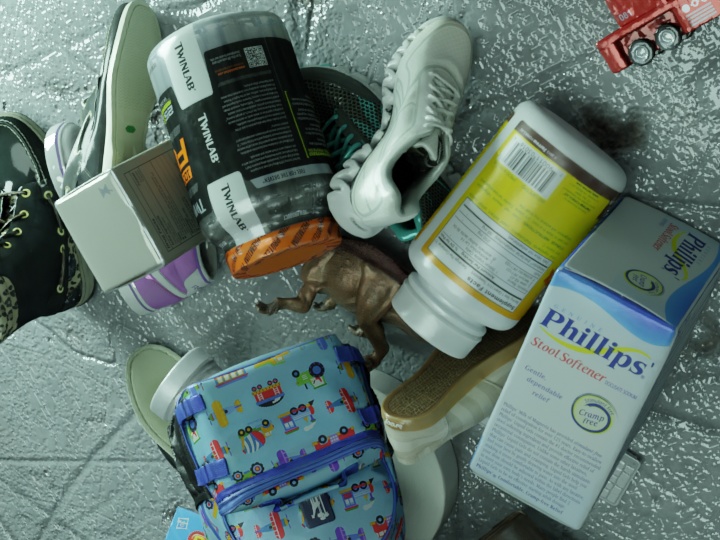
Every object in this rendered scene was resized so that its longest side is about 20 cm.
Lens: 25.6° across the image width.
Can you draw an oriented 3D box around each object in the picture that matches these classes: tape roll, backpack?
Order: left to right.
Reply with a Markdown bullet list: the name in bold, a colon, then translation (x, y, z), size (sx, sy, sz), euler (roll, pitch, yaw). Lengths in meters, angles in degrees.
- **backpack**: translation (-0.052, 0.177, 1.310), size (0.135, 0.182, 0.200), euler (107, 146, -69)
- **tape roll**: translation (-0.007, 0.185, 1.492), size (0.203, 0.037, 0.203), euler (10, 114, 23)

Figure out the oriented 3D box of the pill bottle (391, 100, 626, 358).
- **pill bottle**: translation (0.114, -0.029, 1.276), size (0.109, 0.109, 0.200), euler (40, 103, 7)

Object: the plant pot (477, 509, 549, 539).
- **plant pot**: translation (0.145, 0.332, 1.396), size (0.200, 0.200, 0.198), euler (-43, 79, 32)

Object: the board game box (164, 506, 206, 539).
- **board game box**: translation (-0.060, 0.288, 1.467), size (0.196, 0.200, 0.056), euler (18, 80, 20)

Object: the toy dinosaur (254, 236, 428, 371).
- **toy dinosaur**: translation (0.000, 0.000, 1.394), size (0.200, 0.086, 0.136), euler (32, 113, 5)

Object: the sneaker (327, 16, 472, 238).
- **sneaker**: translation (0.050, -0.117, 1.271), size (0.075, 0.200, 0.081), euler (32, 161, -26)

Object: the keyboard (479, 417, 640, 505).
- **keyboard**: translation (0.152, 0.138, 1.411), size (0.200, 0.011, 0.056), euler (31, 120, 13)

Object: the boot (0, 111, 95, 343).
- **boot**: translation (-0.335, -0.038, 1.497), size (0.073, 0.154, 0.204), euler (-10, 105, 29)

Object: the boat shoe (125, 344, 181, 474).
- **boat shoe**: translation (-0.161, 0.161, 1.539), size (0.199, 0.074, 0.066), euler (46, 162, 19)

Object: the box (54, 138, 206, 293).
- **box**: translation (-0.159, -0.065, 1.370), size (0.078, 0.200, 0.095), euler (-24, 96, 36)

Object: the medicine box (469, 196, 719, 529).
- **medicine box**: translation (0.192, 0.069, 1.263), size (0.103, 0.182, 0.200), euler (27, 119, 14)

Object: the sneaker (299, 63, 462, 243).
- **sneaker**: translation (0.005, -0.098, 1.343), size (0.200, 0.091, 0.078), euler (41, 121, 7)

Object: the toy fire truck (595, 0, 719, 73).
- **toy fire truck**: translation (0.206, -0.232, 1.217), size (0.200, 0.049, 0.141), euler (-29, 95, 32)

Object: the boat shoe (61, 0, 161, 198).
- **boat shoe**: translation (-0.225, -0.146, 1.417), size (0.068, 0.072, 0.200), euler (5, 83, 30)

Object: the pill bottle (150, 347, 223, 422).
- **pill bottle**: translation (-0.092, 0.158, 1.441), size (0.200, 0.104, 0.104), euler (36, 121, 9)

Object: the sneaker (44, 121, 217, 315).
- **sneaker**: translation (-0.203, -0.065, 1.477), size (0.114, 0.073, 0.201), euler (-22, 109, 27)

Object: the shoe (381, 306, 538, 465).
- **shoe**: translation (0.089, 0.092, 1.322), size (0.070, 0.200, 0.053), euler (14, 127, 42)

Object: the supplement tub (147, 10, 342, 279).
- **supplement tub**: translation (-0.091, -0.102, 1.306), size (0.122, 0.122, 0.200), euler (-24, 80, 31)
